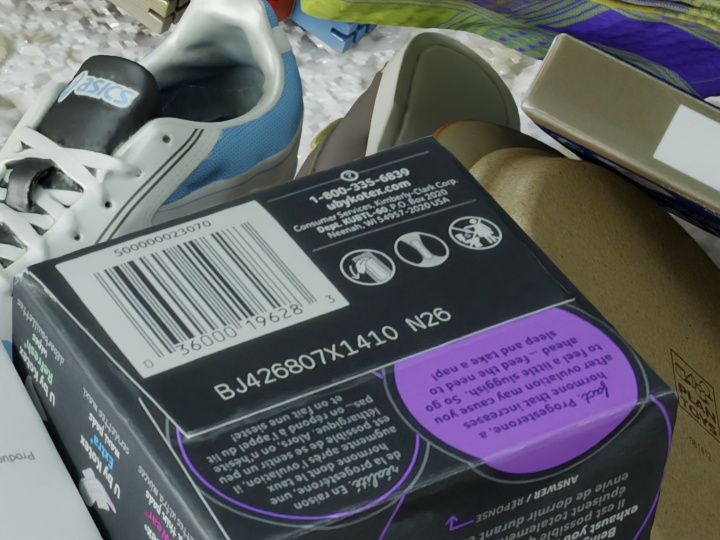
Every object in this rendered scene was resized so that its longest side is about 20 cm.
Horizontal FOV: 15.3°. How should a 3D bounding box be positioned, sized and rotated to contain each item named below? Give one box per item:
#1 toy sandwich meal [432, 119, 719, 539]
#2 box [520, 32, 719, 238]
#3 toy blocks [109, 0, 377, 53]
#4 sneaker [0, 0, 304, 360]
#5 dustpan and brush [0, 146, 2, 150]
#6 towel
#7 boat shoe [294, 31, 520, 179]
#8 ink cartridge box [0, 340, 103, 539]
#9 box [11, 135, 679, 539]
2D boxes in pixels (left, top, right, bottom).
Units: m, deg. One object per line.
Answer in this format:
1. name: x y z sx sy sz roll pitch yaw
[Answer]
1. toy sandwich meal: 0.068 0.048 0.790 0.205 0.070 0.206 41 30 -31
2. box: 0.132 -0.021 0.874 0.121 0.033 0.200 28 3 18
3. toy blocks: -0.032 -0.144 1.036 0.137 0.100 0.200 36 46 15
4. sneaker: -0.087 -0.015 0.755 0.072 0.073 0.200 15 41 30
5. dustpan and brush: -0.114 -0.013 0.850 0.199 0.057 0.140 10 22 7
6. towel: 0.075 -0.077 0.835 0.143 0.023 0.200 13 -3 -22
7. boat shoe: 0.000 0.000 0.881 0.072 0.059 0.200 37 40 -15
8. ink cartridge box: -0.104 0.126 0.608 0.084 0.145 0.200 -10 57 -36
9. box: -0.012 0.087 0.664 0.122 0.201 0.106 -18 45 -26
